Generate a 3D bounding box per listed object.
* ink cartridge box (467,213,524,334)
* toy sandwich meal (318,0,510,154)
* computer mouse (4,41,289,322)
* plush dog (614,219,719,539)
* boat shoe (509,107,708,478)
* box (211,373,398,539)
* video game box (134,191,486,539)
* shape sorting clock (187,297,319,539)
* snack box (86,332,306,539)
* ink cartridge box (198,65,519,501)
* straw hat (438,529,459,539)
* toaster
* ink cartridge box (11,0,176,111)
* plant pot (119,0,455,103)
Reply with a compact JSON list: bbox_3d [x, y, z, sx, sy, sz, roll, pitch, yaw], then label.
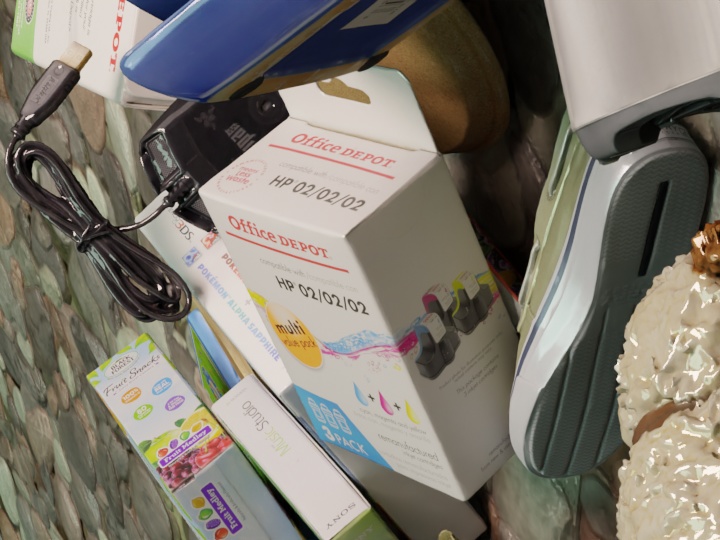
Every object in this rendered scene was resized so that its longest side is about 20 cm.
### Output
[{"bbox_3d":[0.033,0.000,1.085,0.109,0.050,0.200,50,155,2],"label":"ink cartridge box"},{"bbox_3d":[0.005,-0.142,1.036,0.205,0.070,0.205,35,160,14],"label":"toy sandwich meal"},{"bbox_3d":[-0.095,-0.084,1.145,0.140,0.200,0.046,41,174,-5],"label":"computer mouse"},{"bbox_3d":[0.146,0.074,0.829,0.200,0.159,0.173,102,165,-53],"label":"plush dog"},{"bbox_3d":[0.106,0.006,0.950,0.062,0.072,0.201,-118,32,-45],"label":"boat shoe"},{"bbox_3d":[0.003,0.160,1.234,0.144,0.036,0.200,44,174,47],"label":"box"},{"bbox_3d":[-0.028,0.058,1.206,0.182,0.047,0.200,50,178,46],"label":"video game box"},{"bbox_3d":[-0.059,0.099,1.388,0.201,0.039,0.200,57,168,20],"label":"shape sorting clock"},{"bbox_3d":[-0.079,0.149,1.311,0.142,0.053,0.200,42,166,52],"label":"snack box"},{"bbox_3d":[0.000,0.000,0.997,0.115,0.068,0.201,17,139,49],"label":"ink cartridge box"},{"bbox_3d":[0.114,0.196,1.041,0.201,0.085,0.202,155,90,-84],"label":"straw hat"},{"bbox_3d":[0.131,-0.119,0.714,0.200,0.113,0.130,-19,89,69],"label":"toaster"},{"bbox_3d":[-0.127,-0.179,1.241,0.200,0.084,0.146,28,111,59],"label":"ink cartridge box"},{"bbox_3d":[-0.023,-0.183,0.842,0.200,0.200,0.180,-34,84,26],"label":"plant pot"}]
